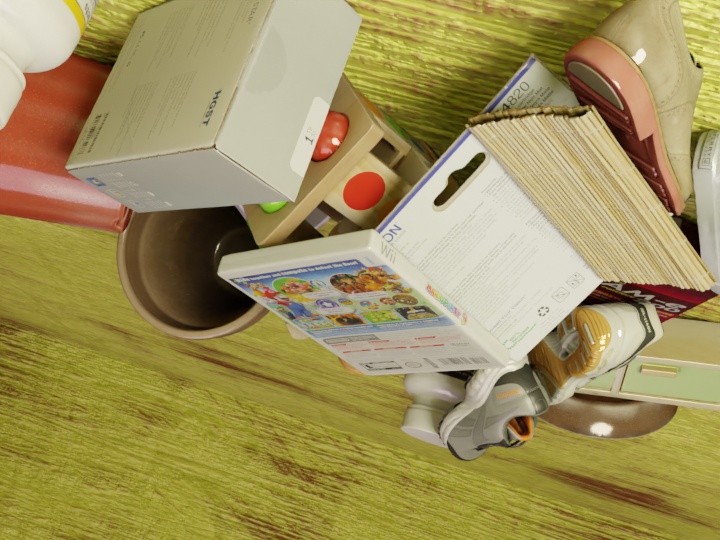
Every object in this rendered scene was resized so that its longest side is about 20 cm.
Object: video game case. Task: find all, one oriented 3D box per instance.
[{"bbox_3d":[0.007,0.033,0.670,0.143,0.018,0.200,-8,148,36],"label":"video game case"}]

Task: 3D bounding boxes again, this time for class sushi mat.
[{"bbox_3d":[0.161,-0.045,0.595,0.096,0.012,0.200,5,152,49],"label":"sushi mat"}]

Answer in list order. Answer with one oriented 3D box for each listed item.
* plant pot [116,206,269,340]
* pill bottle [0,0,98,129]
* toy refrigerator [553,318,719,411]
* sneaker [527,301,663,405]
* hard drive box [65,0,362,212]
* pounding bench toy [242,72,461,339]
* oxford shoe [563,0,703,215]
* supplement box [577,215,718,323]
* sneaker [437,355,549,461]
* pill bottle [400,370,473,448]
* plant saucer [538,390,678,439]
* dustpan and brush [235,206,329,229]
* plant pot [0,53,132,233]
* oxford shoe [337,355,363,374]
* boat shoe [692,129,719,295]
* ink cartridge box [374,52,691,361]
[{"bbox_3d":[-0.160,-0.019,1.031,0.200,0.201,0.175,15,-179,13],"label":"plant pot"},{"bbox_3d":[-0.201,-0.186,0.498,0.111,0.200,0.111,17,162,6],"label":"pill bottle"},{"bbox_3d":[0.307,0.098,0.948,0.200,0.070,0.076,7,135,8],"label":"toy refrigerator"},{"bbox_3d":[0.224,0.081,0.845,0.088,0.076,0.200,-11,167,-14],"label":"sneaker"},{"bbox_3d":[-0.115,-0.131,0.651,0.200,0.156,0.077,1,156,45],"label":"hard drive box"},{"bbox_3d":[-0.037,-0.043,0.709,0.156,0.200,0.124,33,-161,-37],"label":"pounding bench toy"},{"bbox_3d":[0.194,-0.099,0.553,0.070,0.075,0.200,45,-178,32],"label":"oxford shoe"},{"bbox_3d":[0.254,0.005,0.831,0.109,0.061,0.200,18,162,-2],"label":"supplement box"},{"bbox_3d":[0.139,0.160,0.908,0.079,0.074,0.200,55,154,24],"label":"sneaker"},{"bbox_3d":[0.116,0.109,1.048,0.111,0.200,0.111,17,162,6],"label":"pill bottle"},{"bbox_3d":[0.274,0.122,1.022,0.200,0.200,0.032,13,121,19],"label":"plant saucer"},{"bbox_3d":[-0.050,-0.092,0.842,0.200,0.057,0.140,-20,130,18],"label":"dustpan and brush"},{"bbox_3d":[-0.302,-0.130,0.818,0.195,0.201,0.201,14,164,-11],"label":"plant pot"},{"bbox_3d":[0.000,0.000,0.851,0.071,0.200,0.073,-1,159,2],"label":"oxford shoe"},{"bbox_3d":[0.301,-0.030,0.656,0.071,0.072,0.200,12,159,35],"label":"boat shoe"},{"bbox_3d":[0.119,-0.042,0.658,0.200,0.200,0.041,31,-158,-33],"label":"ink cartridge box"}]
